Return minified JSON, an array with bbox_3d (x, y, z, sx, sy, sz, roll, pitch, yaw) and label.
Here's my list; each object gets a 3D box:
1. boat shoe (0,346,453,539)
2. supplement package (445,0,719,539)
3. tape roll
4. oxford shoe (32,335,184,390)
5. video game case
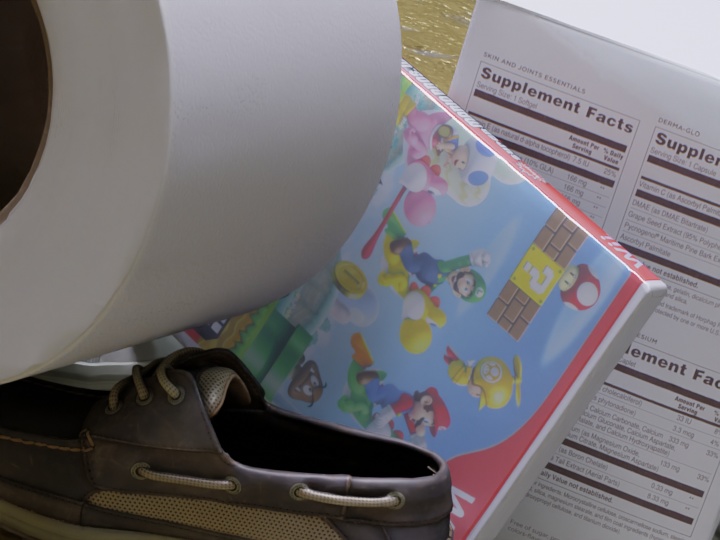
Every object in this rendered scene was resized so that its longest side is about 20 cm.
[{"bbox_3d":[-0.059,0.061,0.768,0.199,0.074,0.075,17,21,0],"label":"boat shoe"},{"bbox_3d":[0.101,-0.005,0.878,0.150,0.201,0.152,21,21,9],"label":"supplement package"},{"bbox_3d":[-0.104,-0.070,0.750,0.202,0.204,0.139,27,20,25],"label":"tape roll"},{"bbox_3d":[-0.137,0.007,0.868,0.199,0.058,0.075,8,19,-29],"label":"oxford shoe"},{"bbox_3d":[0.000,0.000,0.814,0.200,0.143,0.017,43,22,24],"label":"video game case"}]
